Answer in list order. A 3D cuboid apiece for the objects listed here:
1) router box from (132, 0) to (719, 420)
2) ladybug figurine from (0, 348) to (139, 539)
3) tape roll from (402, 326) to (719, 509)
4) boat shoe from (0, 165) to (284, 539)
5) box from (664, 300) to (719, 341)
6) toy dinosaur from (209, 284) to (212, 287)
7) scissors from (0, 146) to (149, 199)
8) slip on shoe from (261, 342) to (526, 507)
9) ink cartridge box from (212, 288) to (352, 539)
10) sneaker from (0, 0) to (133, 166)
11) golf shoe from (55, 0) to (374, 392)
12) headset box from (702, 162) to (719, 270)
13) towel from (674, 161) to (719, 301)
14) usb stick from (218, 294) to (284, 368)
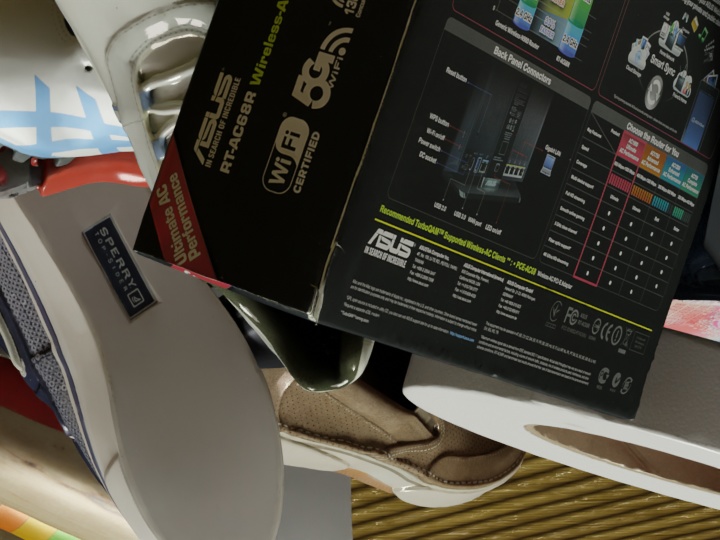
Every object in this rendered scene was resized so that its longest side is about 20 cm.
[{"bbox_3d":[0.036,-0.050,0.686,0.062,0.151,0.200,20,180,32],"label":"router box"},{"bbox_3d":[-0.123,0.077,0.994,0.199,0.072,0.135,30,155,-27],"label":"ladybug figurine"},{"bbox_3d":[0.113,0.054,0.874,0.202,0.037,0.203,17,172,3],"label":"tape roll"},{"bbox_3d":[-0.101,0.024,0.917,0.074,0.201,0.093,-27,-171,-34],"label":"boat shoe"},{"bbox_3d":[0.129,-0.015,0.962,0.094,0.103,0.200,1,165,-15],"label":"box"},{"bbox_3d":[-0.041,-0.028,0.972,0.199,0.077,0.102,-18,172,29],"label":"toy dinosaur"},{"bbox_3d":[-0.104,-0.029,0.777,0.073,0.014,0.200,29,-148,8],"label":"scissors"},{"bbox_3d":[0.016,0.050,1.050,0.199,0.076,0.061,17,133,-45],"label":"slip on shoe"},{"bbox_3d":[-0.117,0.071,1.147,0.199,0.147,0.147,1,165,-12],"label":"ink cartridge box"},{"bbox_3d":[-0.054,-0.071,0.788,0.199,0.072,0.073,6,141,-27],"label":"sneaker"},{"bbox_3d":[-0.036,-0.048,0.699,0.078,0.098,0.200,-21,133,15],"label":"golf shoe"},{"bbox_3d":[0.195,-0.043,0.705,0.199,0.093,0.174,-35,166,-5],"label":"headset box"},{"bbox_3d":[0.195,-0.048,0.826,0.199,0.112,0.049,-4,161,3],"label":"towel"},{"bbox_3d":[0.000,0.000,0.872,0.055,0.033,0.200,-1,166,-27],"label":"usb stick"}]
